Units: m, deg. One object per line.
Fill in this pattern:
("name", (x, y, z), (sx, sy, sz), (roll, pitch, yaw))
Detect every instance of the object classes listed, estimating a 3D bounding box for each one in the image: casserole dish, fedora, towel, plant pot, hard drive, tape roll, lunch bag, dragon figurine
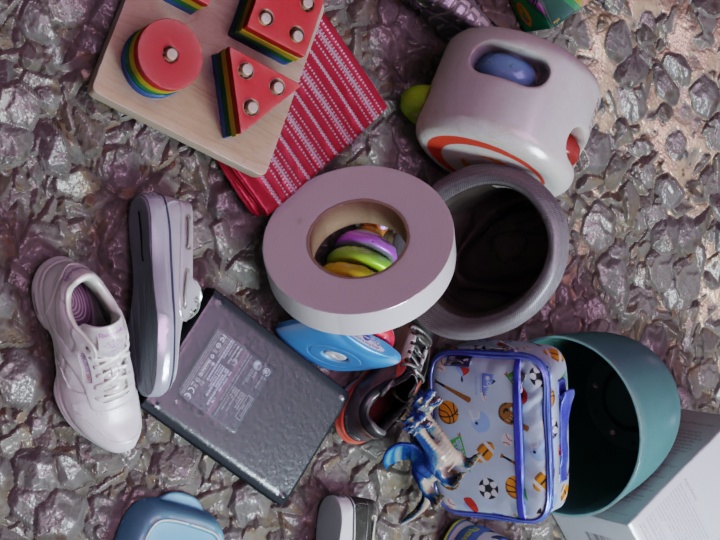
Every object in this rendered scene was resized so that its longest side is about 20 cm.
("casserole dish", (-0.199, 0.324, 1.585), (0.120, 0.039, 0.202), (20, 82, -30))
("fedora", (0.141, -0.021, 1.697), (0.178, 0.199, 0.090), (60, 24, 13))
("towel", (-0.078, -0.168, 1.648), (0.200, 0.022, 0.145), (-43, 106, -25))
("plant pot", (0.269, 0.160, 1.780), (0.160, 0.199, 0.203), (-12, 98, -50))
("hard drive", (-0.118, 0.132, 1.628), (0.200, 0.033, 0.140), (39, 74, -26))
("tape roll", (-0.002, -0.023, 1.611), (0.203, 0.202, 0.037), (-41, 146, -23))
("lunch bag", (0.155, 0.170, 1.721), (0.075, 0.159, 0.202), (-16, 107, -56))
("dragon figurine", (0.064, 0.198, 1.688), (0.099, 0.200, 0.059), (42, 58, 7))

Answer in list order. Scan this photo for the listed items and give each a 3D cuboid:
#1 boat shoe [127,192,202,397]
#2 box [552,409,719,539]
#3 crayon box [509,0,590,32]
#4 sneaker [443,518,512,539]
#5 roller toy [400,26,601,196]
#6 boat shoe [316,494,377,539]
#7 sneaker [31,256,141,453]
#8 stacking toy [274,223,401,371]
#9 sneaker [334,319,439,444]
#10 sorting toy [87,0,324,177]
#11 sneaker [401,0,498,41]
("boat shoe", (-0.186, 0.023, 1.555), (0.066, 0.073, 0.202), (2, 85, -34))
("box", (0.350, 0.263, 1.853), (0.200, 0.152, 0.107), (-38, 109, -24))
("crayon box", (0.246, -0.376, 1.821), (0.200, 0.058, 0.119), (-38, 110, -25))
("sneaker", (0.182, 0.352, 1.795), (0.199, 0.082, 0.074), (32, 74, -30))
("roller toy", (0.164, -0.173, 1.705), (0.199, 0.182, 0.141), (30, 75, -29))
("boat shoe", (-0.014, 0.342, 1.680), (0.063, 0.071, 0.202), (10, 85, -30))
("sneaker", (-0.255, 0.086, 1.507), (0.075, 0.099, 0.202), (-27, 107, -30))
("stacking toy", (0.000, 0.000, 1.672), (0.116, 0.109, 0.202), (29, 65, -30))
("sneaker", (0.051, 0.104, 1.704), (0.077, 0.082, 0.201), (38, 71, -26))
("sorting toy", (-0.140, -0.226, 1.566), (0.199, 0.069, 0.200), (25, 75, -25))
("sneaker", (0.103, -0.328, 1.728), (0.199, 0.075, 0.116), (33, 73, -27))
